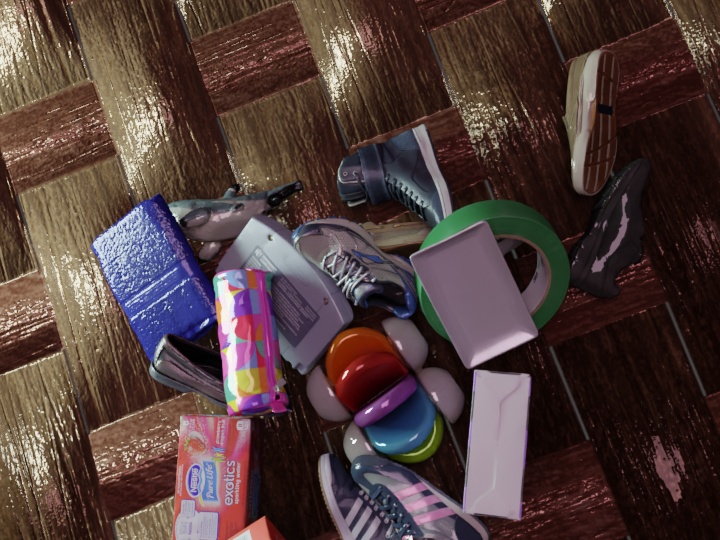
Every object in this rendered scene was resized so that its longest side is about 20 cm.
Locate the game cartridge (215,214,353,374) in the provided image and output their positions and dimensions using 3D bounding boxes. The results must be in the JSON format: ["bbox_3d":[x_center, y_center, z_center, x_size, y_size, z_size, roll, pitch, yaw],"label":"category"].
[{"bbox_3d":[-0.103,0.027,1.396,0.200,0.041,0.133,49,123,14],"label":"game cartridge"}]

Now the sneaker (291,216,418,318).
[{"bbox_3d":[0.000,0.000,1.338,0.199,0.086,0.077,25,128,-19],"label":"sneaker"}]

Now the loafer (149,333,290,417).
[{"bbox_3d":[-0.186,0.142,1.382,0.199,0.072,0.063,18,115,-3],"label":"loafer"}]

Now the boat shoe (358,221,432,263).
[{"bbox_3d":[0.011,-0.031,1.412,0.198,0.072,0.065,-7,42,9],"label":"boat shoe"}]

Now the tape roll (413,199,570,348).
[{"bbox_3d":[0.170,0.007,1.327,0.199,0.048,0.202,-5,123,-7],"label":"tape roll"}]

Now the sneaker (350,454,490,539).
[{"bbox_3d":[0.064,0.309,1.278,0.199,0.070,0.082,31,51,9],"label":"sneaker"}]

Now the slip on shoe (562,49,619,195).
[{"bbox_3d":[0.309,-0.202,1.402,0.060,0.076,0.202,3,89,48],"label":"slip on shoe"}]

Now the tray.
[{"bbox_3d":[0.145,0.030,1.295,0.107,0.022,0.201,-25,122,7],"label":"tray"}]

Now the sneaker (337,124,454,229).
[{"bbox_3d":[0.049,-0.099,1.384,0.145,0.077,0.203,-17,52,-1],"label":"sneaker"}]

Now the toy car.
[{"bbox_3d":[0.030,0.162,1.330,0.175,0.150,0.201,-35,78,0],"label":"toy car"}]

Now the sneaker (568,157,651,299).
[{"bbox_3d":[0.348,-0.054,1.372,0.090,0.076,0.201,27,92,1],"label":"sneaker"}]

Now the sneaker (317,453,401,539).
[{"bbox_3d":[0.022,0.323,1.345,0.108,0.070,0.201,-22,86,8],"label":"sneaker"}]

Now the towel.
[{"bbox_3d":[-0.279,0.012,1.423,0.147,0.049,0.201,-32,84,25],"label":"towel"}]

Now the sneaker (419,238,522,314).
[{"bbox_3d":[0.151,-0.017,1.375,0.075,0.088,0.200,42,88,10],"label":"sneaker"}]

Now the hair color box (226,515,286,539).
[{"bbox_3d":[-0.107,0.414,1.294,0.101,0.061,0.201,-33,122,1],"label":"hair color box"}]

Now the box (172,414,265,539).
[{"bbox_3d":[-0.189,0.295,1.365,0.099,0.095,0.202,1,81,6],"label":"box"}]

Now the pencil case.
[{"bbox_3d":[-0.142,0.095,1.337,0.088,0.088,0.202,-13,76,5],"label":"pencil case"}]

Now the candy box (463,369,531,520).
[{"bbox_3d":[0.171,0.217,1.277,0.071,0.200,0.169,4,81,8],"label":"candy box"}]

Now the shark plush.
[{"bbox_3d":[-0.182,-0.097,1.446,0.199,0.091,0.084,-27,47,8],"label":"shark plush"}]
